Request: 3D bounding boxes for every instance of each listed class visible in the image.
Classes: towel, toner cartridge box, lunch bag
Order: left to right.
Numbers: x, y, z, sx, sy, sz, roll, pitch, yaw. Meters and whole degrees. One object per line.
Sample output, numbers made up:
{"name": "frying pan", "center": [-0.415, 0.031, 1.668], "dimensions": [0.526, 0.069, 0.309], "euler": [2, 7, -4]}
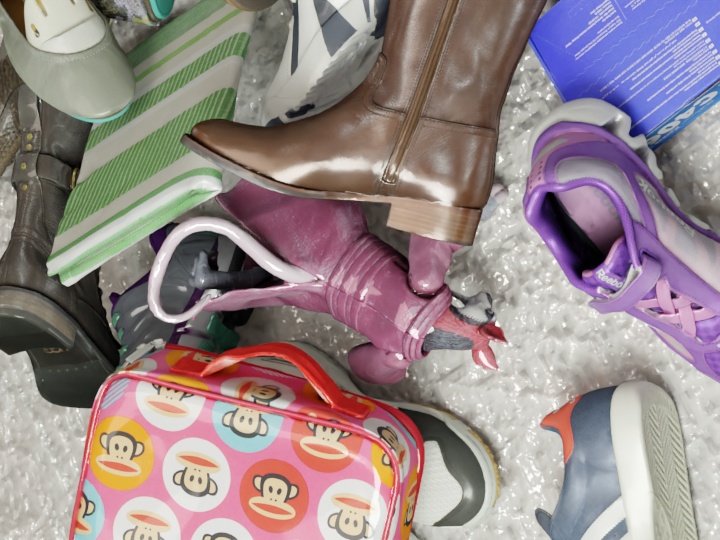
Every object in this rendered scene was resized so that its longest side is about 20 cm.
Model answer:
{"name": "towel", "center": [-0.124, -0.093, 1.253], "dimensions": [0.152, 0.023, 0.201], "euler": [-29, 34, 34]}
{"name": "lunch bag", "center": [-0.067, 0.125, 1.167], "dimensions": [0.198, 0.082, 0.178], "euler": [15, 106, 12]}
{"name": "toner cartridge box", "center": [0.190, -0.150, 1.083], "dimensions": [0.200, 0.043, 0.096], "euler": [-38, 74, 33]}

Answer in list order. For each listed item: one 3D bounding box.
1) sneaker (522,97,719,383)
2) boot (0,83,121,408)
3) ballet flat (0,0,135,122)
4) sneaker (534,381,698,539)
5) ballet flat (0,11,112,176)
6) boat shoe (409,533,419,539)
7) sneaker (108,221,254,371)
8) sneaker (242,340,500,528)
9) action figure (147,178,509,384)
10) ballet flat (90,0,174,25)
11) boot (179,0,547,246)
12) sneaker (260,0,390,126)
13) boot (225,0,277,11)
{"name": "sneaker", "center": [0.158, 0.001, 1.072], "dimensions": [0.200, 0.088, 0.081], "euler": [45, 121, 0]}
{"name": "boot", "center": [-0.185, -0.011, 1.334], "dimensions": [0.069, 0.200, 0.176], "euler": [-2, 62, 18]}
{"name": "ballet flat", "center": [-0.207, -0.170, 1.291], "dimensions": [0.200, 0.067, 0.064], "euler": [51, 157, 41]}
{"name": "sneaker", "center": [0.146, 0.167, 1.134], "dimensions": [0.084, 0.075, 0.202], "euler": [-11, 79, 34]}
{"name": "ballet flat", "center": [-0.229, -0.132, 1.392], "dimensions": [0.200, 0.046, 0.068], "euler": [-51, 59, 23]}
{"name": "boat shoe", "center": [-0.034, 0.186, 1.270], "dimensions": [0.199, 0.072, 0.069], "euler": [19, 127, 26]}
{"name": "sneaker", "center": [-0.135, 0.062, 1.288], "dimensions": [0.087, 0.074, 0.201], "euler": [17, 74, 22]}
{"name": "sneaker", "center": [-0.010, 0.109, 1.229], "dimensions": [0.199, 0.087, 0.076], "euler": [24, 106, 30]}
{"name": "action figure", "center": [0.000, 0.000, 1.171], "dimensions": [0.199, 0.149, 0.135], "euler": [28, 110, 24]}
{"name": "ballet flat", "center": [-0.166, -0.250, 1.275], "dimensions": [0.072, 0.072, 0.202], "euler": [19, 129, 33]}
{"name": "boot", "center": [0.009, -0.133, 1.122], "dimensions": [0.185, 0.064, 0.202], "euler": [16, 97, 1]}
{"name": "sneaker", "center": [-0.023, -0.188, 1.212], "dimensions": [0.130, 0.079, 0.200], "euler": [46, 118, 24]}
{"name": "boot", "center": [-0.088, -0.252, 1.262], "dimensions": [0.075, 0.073, 0.202], "euler": [-23, 71, 48]}
